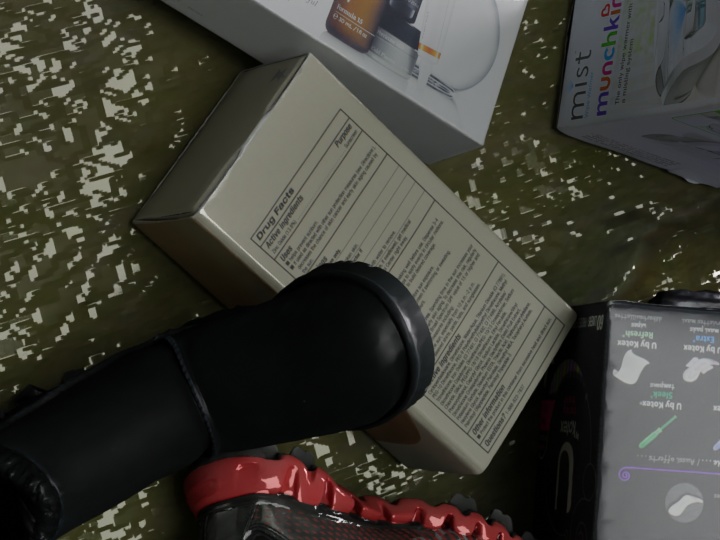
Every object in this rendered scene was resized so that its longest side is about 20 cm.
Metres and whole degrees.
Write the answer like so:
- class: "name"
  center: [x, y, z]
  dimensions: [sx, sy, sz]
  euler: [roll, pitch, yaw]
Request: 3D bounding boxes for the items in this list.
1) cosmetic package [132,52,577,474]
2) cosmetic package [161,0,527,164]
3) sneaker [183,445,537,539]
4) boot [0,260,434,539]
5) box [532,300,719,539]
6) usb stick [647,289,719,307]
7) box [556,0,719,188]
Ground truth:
- class: "cosmetic package"
  center: [0.000, 0.000, 0.973]
  dimensions: [0.200, 0.071, 0.105]
  euler: [44, 67, -22]
- class: "cosmetic package"
  center: [-0.007, -0.166, 0.980]
  dimensions: [0.200, 0.052, 0.151]
  euler: [29, 64, -27]
- class: "sneaker"
  center: [0.005, 0.150, 0.960]
  dimensions: [0.200, 0.071, 0.098]
  euler: [19, 56, -27]
- class: "boot"
  center: [-0.082, 0.063, 0.855]
  dimensions: [0.162, 0.198, 0.073]
  euler: [-26, 98, -36]
- class: "box"
  center: [0.150, 0.120, 1.014]
  dimensions: [0.106, 0.122, 0.200]
  euler: [5, 85, -9]
- class: "usb stick"
  center: [0.176, 0.109, 1.098]
  dimensions: [0.055, 0.033, 0.200]
  euler: [7, 85, -29]
- class: "box"
  center: [0.237, -0.099, 1.060]
  dimensions: [0.200, 0.176, 0.097]
  euler: [13, 82, -30]
